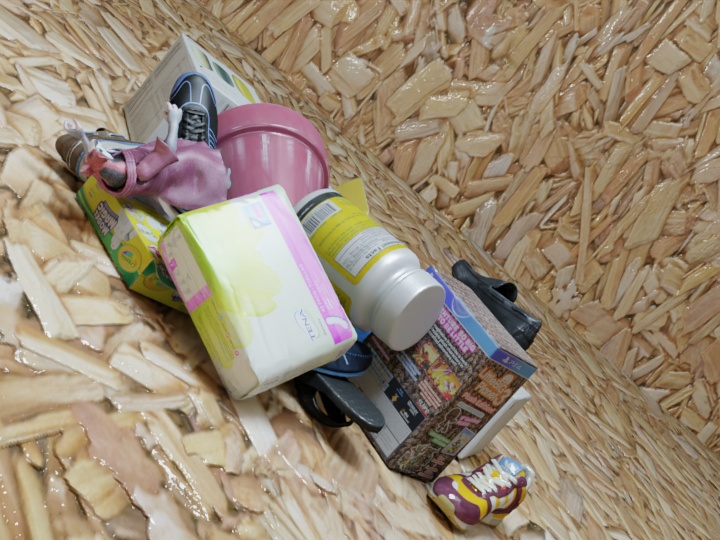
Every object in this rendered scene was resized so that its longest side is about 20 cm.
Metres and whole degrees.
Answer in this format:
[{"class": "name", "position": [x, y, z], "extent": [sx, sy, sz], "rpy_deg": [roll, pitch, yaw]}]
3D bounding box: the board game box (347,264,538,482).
[{"class": "board game box", "position": [0.087, 0.128, 1.465], "extent": [0.097, 0.200, 0.160], "rpy_deg": [28, 18, -48]}]

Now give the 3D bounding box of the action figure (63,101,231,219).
[{"class": "action figure", "position": [-0.243, -0.104, 1.319], "extent": [0.199, 0.132, 0.151], "rpy_deg": [-13, 97, -61]}]

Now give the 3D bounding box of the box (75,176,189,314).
[{"class": "box", "position": [-0.231, -0.022, 1.327], "extent": [0.117, 0.048, 0.200], "rpy_deg": [30, 15, -48]}]

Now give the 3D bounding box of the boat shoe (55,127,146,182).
[{"class": "boat shoe", "position": [-0.303, -0.140, 1.452], "extent": [0.072, 0.073, 0.200], "rpy_deg": [34, 4, 12]}]

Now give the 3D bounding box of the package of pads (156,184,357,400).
[{"class": "package of pads", "position": [-0.110, 0.021, 1.254], "extent": [0.154, 0.068, 0.202], "rpy_deg": [-21, 79, -41]}]

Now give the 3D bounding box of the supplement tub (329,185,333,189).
[{"class": "supplement tub", "position": [-0.056, -0.056, 1.846], "extent": [0.200, 0.123, 0.122], "rpy_deg": [43, 11, 6]}]

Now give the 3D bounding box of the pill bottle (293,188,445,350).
[{"class": "pill bottle", "position": [0.000, 0.000, 1.431], "extent": [0.200, 0.115, 0.114], "rpy_deg": [40, 9, 28]}]

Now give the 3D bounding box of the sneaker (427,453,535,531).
[{"class": "sneaker", "position": [0.153, 0.264, 1.463], "extent": [0.075, 0.090, 0.200], "rpy_deg": [47, 12, 22]}]

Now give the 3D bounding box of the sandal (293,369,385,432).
[{"class": "sandal", "position": [-0.047, 0.139, 1.374], "extent": [0.200, 0.048, 0.075], "rpy_deg": [35, 11, 36]}]

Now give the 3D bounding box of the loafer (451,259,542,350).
[{"class": "loafer", "position": [0.201, 0.043, 1.751], "extent": [0.068, 0.070, 0.201], "rpy_deg": [38, 11, -43]}]

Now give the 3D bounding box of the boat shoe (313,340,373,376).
[{"class": "boat shoe", "position": [-0.058, 0.070, 1.352], "extent": [0.199, 0.069, 0.084], "rpy_deg": [18, 13, -41]}]

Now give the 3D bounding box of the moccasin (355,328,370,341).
[{"class": "moccasin", "position": [0.044, 0.131, 1.614], "extent": [0.200, 0.080, 0.068], "rpy_deg": [49, 9, 24]}]

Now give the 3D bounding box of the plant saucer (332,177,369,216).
[{"class": "plant saucer", "position": [-0.043, -0.018, 1.645], "extent": [0.048, 0.202, 0.200], "rpy_deg": [14, 16, -8]}]

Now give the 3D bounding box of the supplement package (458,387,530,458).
[{"class": "supplement package", "position": [0.127, 0.154, 1.701], "extent": [0.200, 0.120, 0.121], "rpy_deg": [45, 10, 17]}]

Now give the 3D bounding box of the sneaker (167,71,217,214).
[{"class": "sneaker", "position": [-0.212, -0.157, 1.517], "extent": [0.069, 0.203, 0.078], "rpy_deg": [2, -1, -18]}]

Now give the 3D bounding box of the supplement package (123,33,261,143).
[{"class": "supplement package", "position": [-0.239, -0.220, 1.753], "extent": [0.151, 0.151, 0.200], "rpy_deg": [35, 13, -29]}]

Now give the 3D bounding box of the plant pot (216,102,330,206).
[{"class": "plant pot", "position": [-0.132, -0.094, 1.604], "extent": [0.199, 0.199, 0.180], "rpy_deg": [34, 29, -35]}]
